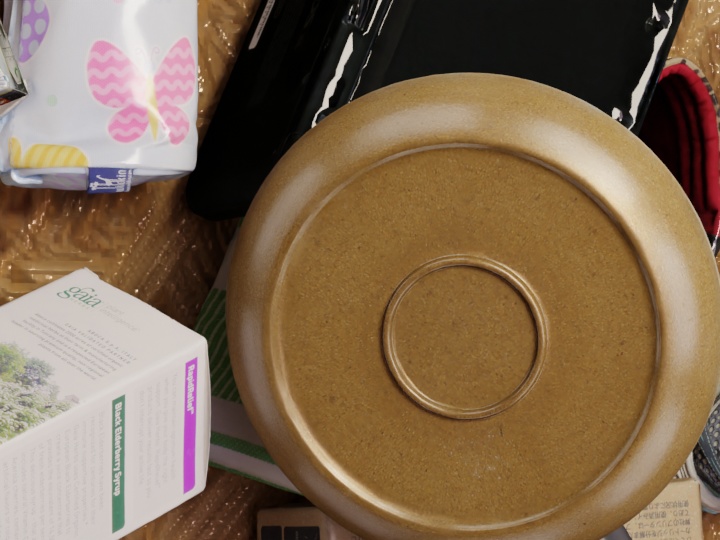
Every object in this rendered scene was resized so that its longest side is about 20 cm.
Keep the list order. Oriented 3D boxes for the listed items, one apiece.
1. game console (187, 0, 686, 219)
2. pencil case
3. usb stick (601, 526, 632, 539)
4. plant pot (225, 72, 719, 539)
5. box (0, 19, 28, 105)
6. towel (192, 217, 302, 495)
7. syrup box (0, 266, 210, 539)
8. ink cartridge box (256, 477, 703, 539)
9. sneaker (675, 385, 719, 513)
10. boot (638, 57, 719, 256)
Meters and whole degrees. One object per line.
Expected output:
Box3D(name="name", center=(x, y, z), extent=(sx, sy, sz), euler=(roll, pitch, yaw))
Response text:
Box3D(name="game console", center=(0.036, -0.097, 1.119), extent=(0.116, 0.176, 0.201), euler=(28, 76, -22))
Box3D(name="pencil case", center=(-0.114, -0.130, 1.109), extent=(0.090, 0.083, 0.201), euler=(0, 88, -8))
Box3D(name="usb stick", center=(0.091, 0.120, 1.134), extent=(0.055, 0.033, 0.201), euler=(-35, 101, -25))
Box3D(name="plant pot", center=(0.042, 0.024, 1.028), extent=(0.199, 0.027, 0.201), euler=(2, 103, 9))
Box3D(name="box", center=(-0.238, -0.093, 0.955), extent=(0.199, 0.040, 0.138), euler=(-20, 88, 4))
Box3D(name="towel", center=(0.000, 0.000, 1.128), extent=(0.023, 0.152, 0.201), euler=(36, 72, -52))
Box3D(name="syrup box", center=(-0.156, 0.079, 1.032), extent=(0.200, 0.079, 0.082), euler=(-27, 132, -40))
Box3D(name="ink cartridge box", center=(0.059, 0.179, 1.171), extent=(0.199, 0.075, 0.166), euler=(-1, 86, -30))
Box3D(name="sneaker", center=(0.228, 0.035, 1.261), extent=(0.078, 0.086, 0.200), euler=(40, 72, -19))
Box3D(name="boot", center=(0.086, -0.002, 1.157), extent=(0.073, 0.150, 0.201), euler=(14, 82, -32))
